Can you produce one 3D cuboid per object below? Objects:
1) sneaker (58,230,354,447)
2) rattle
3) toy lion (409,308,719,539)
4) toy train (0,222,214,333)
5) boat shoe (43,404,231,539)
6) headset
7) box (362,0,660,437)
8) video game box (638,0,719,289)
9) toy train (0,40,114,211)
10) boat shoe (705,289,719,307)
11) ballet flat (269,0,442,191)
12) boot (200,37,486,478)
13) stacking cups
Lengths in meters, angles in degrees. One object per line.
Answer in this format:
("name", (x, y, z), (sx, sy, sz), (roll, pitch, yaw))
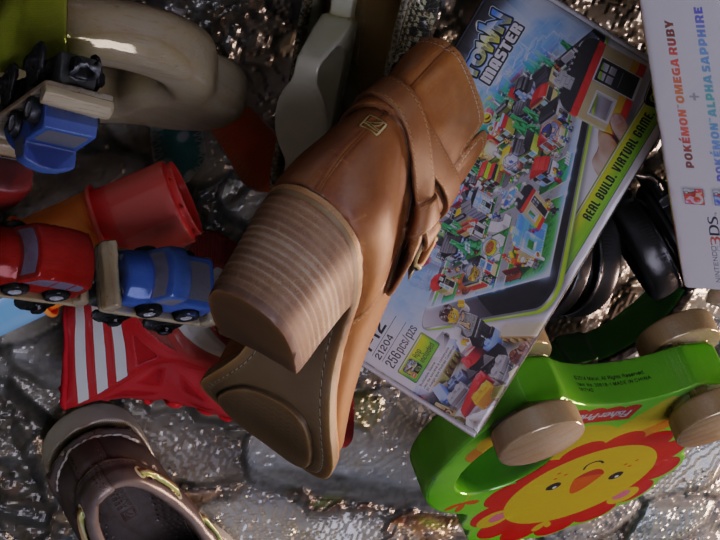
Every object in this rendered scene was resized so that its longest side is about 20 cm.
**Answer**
("sneaker", (-0.084, 0.044, 0.979), (0.115, 0.079, 0.200), (-12, 148, 20))
("rattle", (-0.103, -0.124, 0.862), (0.130, 0.144, 0.199), (-26, 157, 35))
("toy lion", (0.110, 0.100, 1.070), (0.199, 0.069, 0.192), (-2, 148, -36))
("toy train", (-0.135, -0.003, 0.793), (0.199, 0.034, 0.046), (11, 154, -42))
("boat shoe", (-0.105, 0.157, 1.027), (0.071, 0.060, 0.201), (-30, 130, -5))
("headset", (0.129, -0.024, 1.035), (0.123, 0.094, 0.201), (-13, 143, -20))
("box", (0.062, -0.033, 0.938), (0.110, 0.035, 0.201), (31, 93, 1))
("video game box", (0.182, -0.124, 0.910), (0.046, 0.201, 0.183), (1, 132, 24))
("toy train", (-0.155, -0.047, 0.802), (0.034, 0.046, 0.200), (12, 161, -29))
("boat shoe", (0.229, -0.002, 1.043), (0.200, 0.071, 0.060), (3, 104, -73))
("ballet flat", (-0.005, -0.106, 0.859), (0.075, 0.067, 0.202), (-26, 134, -55))
("boot", (0.000, 0.000, 0.860), (0.155, 0.073, 0.200), (-53, 168, -23))
("stacking cups", (-0.171, 0.004, 0.878), (0.199, 0.061, 0.061), (-26, 131, 4))
